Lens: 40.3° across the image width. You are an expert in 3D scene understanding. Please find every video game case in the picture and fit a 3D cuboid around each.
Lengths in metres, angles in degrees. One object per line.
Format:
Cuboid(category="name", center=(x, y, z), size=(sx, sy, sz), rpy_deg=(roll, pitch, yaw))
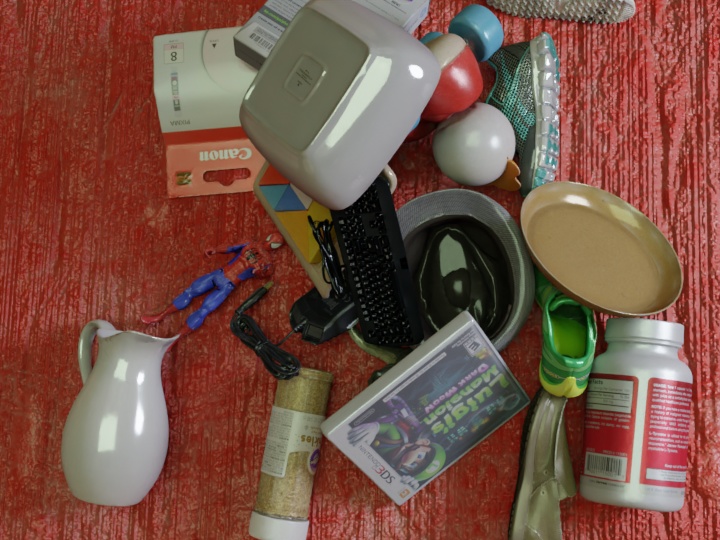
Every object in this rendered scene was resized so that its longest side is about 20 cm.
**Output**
Cuboid(category="video game case", center=(0.078, 0.158, 1.086), size=(0.200, 0.182, 0.023), rpy_deg=(-39, 43, 1))

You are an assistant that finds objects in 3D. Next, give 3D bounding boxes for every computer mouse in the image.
Cuboid(category="computer mouse", center=(-0.058, 0.041, 1.176), size=(0.200, 0.046, 0.140), rpy_deg=(-45, 50, -17))

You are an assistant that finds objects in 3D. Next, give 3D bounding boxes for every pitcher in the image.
Cuboid(category="pitcher", center=(-0.296, 0.163, 1.164), size=(0.171, 0.121, 0.201), rpy_deg=(9, 89, 48))

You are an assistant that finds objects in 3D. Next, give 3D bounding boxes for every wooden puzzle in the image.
Cuboid(category="wooden puzzle", center=(-0.052, -0.096, 1.116), size=(0.185, 0.037, 0.200), rpy_deg=(55, 134, 29))

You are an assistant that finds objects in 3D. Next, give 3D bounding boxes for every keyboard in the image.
Cuboid(category="keyboard", center=(0.000, 0.000, 1.061), size=(0.104, 0.040, 0.201), rpy_deg=(-4, 114, 26))

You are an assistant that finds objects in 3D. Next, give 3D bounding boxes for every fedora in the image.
Cuboid(category="fedora", center=(0.110, 0.008, 1.136), size=(0.176, 0.090, 0.201), rpy_deg=(-20, 89, 7))

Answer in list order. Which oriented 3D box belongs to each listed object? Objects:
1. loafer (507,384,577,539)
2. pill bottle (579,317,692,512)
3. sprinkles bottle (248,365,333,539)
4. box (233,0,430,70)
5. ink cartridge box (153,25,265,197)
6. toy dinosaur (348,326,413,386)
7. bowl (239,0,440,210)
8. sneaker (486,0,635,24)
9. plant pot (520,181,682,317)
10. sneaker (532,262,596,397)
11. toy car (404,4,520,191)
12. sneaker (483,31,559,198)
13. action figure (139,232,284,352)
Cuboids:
Cuboid(category="loafer", center=(0.212, 0.224, 1.106), size=(0.067, 0.076, 0.201), rpy_deg=(11, 90, 5))
Cuboid(category="pill bottle", center=(0.305, 0.157, 1.080), size=(0.111, 0.112, 0.201), rpy_deg=(6, 83, 8))
Cuboid(category="sprinkles bottle", center=(-0.080, 0.213, 1.144), size=(0.068, 0.068, 0.201), rpy_deg=(9, 83, 8))
Cuboid(category="box", center=(-0.033, -0.298, 1.190), size=(0.155, 0.041, 0.200), rpy_deg=(33, 69, 11))
Cuboid(category="ink cartridge box", center=(-0.174, -0.201, 1.225), size=(0.161, 0.057, 0.201), rpy_deg=(-4, 77, 7))
Cuboid(category="toy dinosaur", center=(0.055, 0.119, 1.148), size=(0.199, 0.048, 0.088), rpy_deg=(18, 59, 13))
Cuboid(category="bowl", center=(-0.037, -0.185, 1.019), size=(0.200, 0.075, 0.200), rpy_deg=(43, 102, 37))
Cuboid(category="sneaker", center=(0.236, -0.363, 1.188), size=(0.199, 0.070, 0.100), rpy_deg=(10, 77, 5))
Cuboid(category="plant pot", center=(0.265, -0.021, 1.099), size=(0.199, 0.028, 0.201), rpy_deg=(13, 44, -13))
Cuboid(category="sneaker", center=(0.236, 0.042, 1.100), size=(0.074, 0.084, 0.201), rpy_deg=(4, 56, -3))
Cuboid(category="toy car", center=(0.105, -0.161, 1.133), size=(0.184, 0.177, 0.200), rpy_deg=(-44, 102, -23))
Cuboid(category="sneaker", center=(0.189, -0.181, 1.172), size=(0.091, 0.078, 0.201), rpy_deg=(-2, 78, 24))
Cuboid(category="action figure", center=(-0.176, 0.015, 1.173), size=(0.200, 0.099, 0.065), rpy_deg=(-38, 80, -2))
